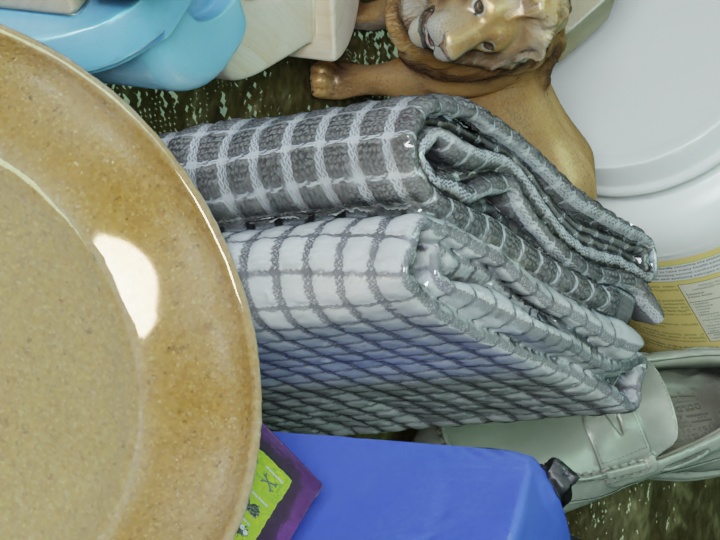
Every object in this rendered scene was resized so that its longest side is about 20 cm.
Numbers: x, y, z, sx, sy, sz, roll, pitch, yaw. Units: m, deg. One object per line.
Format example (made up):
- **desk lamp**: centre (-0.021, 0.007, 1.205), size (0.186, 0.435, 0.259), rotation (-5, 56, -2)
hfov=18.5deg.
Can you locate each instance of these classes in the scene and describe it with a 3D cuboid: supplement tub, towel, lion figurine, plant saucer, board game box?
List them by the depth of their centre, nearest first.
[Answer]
- **plant saucer**: centre (-0.118, 0.023, 0.626), size (0.200, 0.035, 0.201), rotation (19, 59, -35)
- **board game box**: centre (-0.108, 0.042, 0.669), size (0.200, 0.032, 0.120), rotation (47, 43, -16)
- **towel**: centre (0.000, 0.000, 0.787), size (0.200, 0.165, 0.086), rotation (24, 64, -56)
- **lion figurine**: centre (0.056, -0.065, 0.913), size (0.200, 0.122, 0.073), rotation (51, 48, -46)
- **supplement tub**: centre (0.171, -0.037, 1.075), size (0.200, 0.145, 0.146), rotation (53, 47, -44)

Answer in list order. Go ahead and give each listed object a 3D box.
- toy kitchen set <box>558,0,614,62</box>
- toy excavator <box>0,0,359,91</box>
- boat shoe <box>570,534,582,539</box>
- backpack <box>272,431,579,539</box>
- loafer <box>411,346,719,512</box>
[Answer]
- **toy kitchen set**: centre (0.165, -0.174, 0.975), size (0.200, 0.180, 0.164), rotation (84, 11, -83)
- **toy excavator**: centre (-0.068, -0.108, 0.764), size (0.200, 0.100, 0.195), rotation (76, 31, -46)
- **boat shoe**: centre (0.092, 0.146, 1.025), size (0.200, 0.063, 0.073), rotation (30, 65, -54)
- **backpack**: centre (-0.009, 0.176, 0.779), size (0.168, 0.162, 0.200), rotation (-59, 145, -42)
- **loafer**: centre (0.112, 0.067, 1.004), size (0.200, 0.070, 0.070), rotation (-8, 57, -36)
